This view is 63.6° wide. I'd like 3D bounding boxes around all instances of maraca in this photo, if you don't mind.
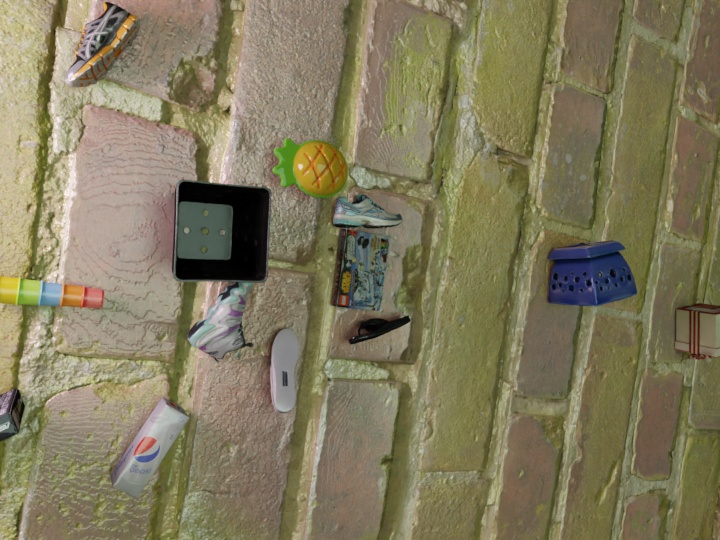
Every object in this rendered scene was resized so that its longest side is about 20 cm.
[{"bbox_3d":[-0.118,-0.249,1.406,0.197,0.107,0.140,5,84,-29],"label":"maraca"}]

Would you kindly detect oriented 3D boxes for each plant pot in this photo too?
[{"bbox_3d":[0.728,0.005,1.851,0.197,0.199,0.183,-10,93,-27],"label":"plant pot"},{"bbox_3d":[-0.321,-0.083,1.268,0.197,0.177,0.203,1,93,-30],"label":"plant pot"}]

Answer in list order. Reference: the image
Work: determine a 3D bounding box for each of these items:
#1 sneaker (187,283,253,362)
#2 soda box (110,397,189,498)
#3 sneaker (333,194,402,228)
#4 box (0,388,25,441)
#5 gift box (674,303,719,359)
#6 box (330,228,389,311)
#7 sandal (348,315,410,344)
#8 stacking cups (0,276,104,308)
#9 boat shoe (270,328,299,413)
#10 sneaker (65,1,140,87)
[{"bbox_3d":[-0.292,0.125,1.365,0.200,0.078,0.140,-48,116,-7],"label":"sneaker"},{"bbox_3d":[-0.467,0.390,1.288,0.063,0.068,0.202,38,77,-25],"label":"soda box"},{"bbox_3d":[0.024,-0.155,1.512,0.197,0.077,0.088,0,91,-29],"label":"sneaker"},{"bbox_3d":[-0.714,0.290,1.067,0.159,0.199,0.050,-21,102,-26],"label":"box"},{"bbox_3d":[1.322,0.239,2.199,0.182,0.199,0.190,-7,99,-23],"label":"gift box"},{"bbox_3d":[0.000,0.000,1.530,0.135,0.040,0.204,8,90,-30],"label":"box"},{"bbox_3d":[0.044,0.151,1.560,0.198,0.075,0.049,-17,77,-34],"label":"sandal"},{"bbox_3d":[-0.626,0.047,1.175,0.197,0.060,0.062,7,91,-29],"label":"stacking cups"},{"bbox_3d":[-0.190,0.249,1.431,0.071,0.066,0.203,3,72,-26],"label":"boat shoe"},{"bbox_3d":[-0.537,-0.458,1.182,0.077,0.078,0.201,36,73,-13],"label":"sneaker"}]
